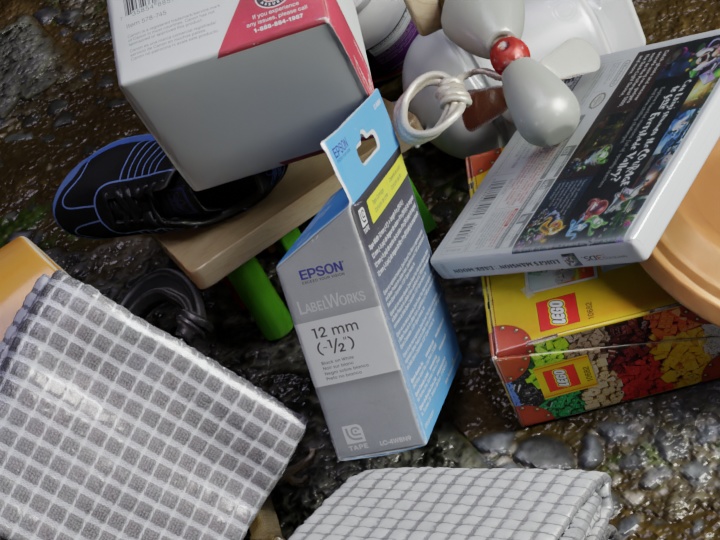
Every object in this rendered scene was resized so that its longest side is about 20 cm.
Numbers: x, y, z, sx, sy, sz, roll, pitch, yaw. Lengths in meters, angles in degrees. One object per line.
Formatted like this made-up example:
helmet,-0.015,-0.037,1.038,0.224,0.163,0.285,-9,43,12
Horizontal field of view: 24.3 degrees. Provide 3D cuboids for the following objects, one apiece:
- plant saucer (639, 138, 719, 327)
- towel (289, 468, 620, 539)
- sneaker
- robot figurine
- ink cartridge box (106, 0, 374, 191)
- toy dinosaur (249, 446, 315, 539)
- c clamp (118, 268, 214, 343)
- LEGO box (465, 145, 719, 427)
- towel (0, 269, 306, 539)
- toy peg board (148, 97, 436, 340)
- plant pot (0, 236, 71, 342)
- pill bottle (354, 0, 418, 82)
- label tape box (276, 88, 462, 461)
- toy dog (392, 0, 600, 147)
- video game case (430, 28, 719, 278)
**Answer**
plant saucer,0.263,-0.031,1.071,0.200,0.037,0.200,9,43,-9
towel,0.046,0.185,0.948,0.165,0.086,0.200,-1,19,25
sneaker,-0.146,-0.061,1.222,0.200,0.070,0.078,-19,22,19
robot figurine,0.116,-0.159,1.285,0.200,0.113,0.170,-29,25,-4
ink cartridge box,-0.085,-0.188,1.140,0.145,0.145,0.200,-16,61,9
toy dinosaur,-0.099,0.135,1.140,0.200,0.058,0.101,22,62,40
c clamp,-0.163,0.091,1.201,0.171,0.027,0.200,9,69,55
LEGO box,0.160,-0.008,1.141,0.149,0.077,0.200,-15,43,12
towel,-0.147,0.115,1.034,0.166,0.200,0.086,-63,19,-14
toy peg board,-0.055,-0.048,1.292,0.200,0.098,0.199,-35,27,-9
plant pot,-0.247,0.084,1.133,0.183,0.200,0.200,-47,45,-6
pill bottle,-0.008,-0.219,1.333,0.112,0.200,0.113,-1,87,11
label tape box,0.000,0.000,1.069,0.066,0.200,0.143,-14,15,18
toy dog,0.096,-0.149,1.156,0.132,0.096,0.200,-11,56,18
video game case,0.157,-0.076,1.092,0.182,0.023,0.200,-6,42,51
